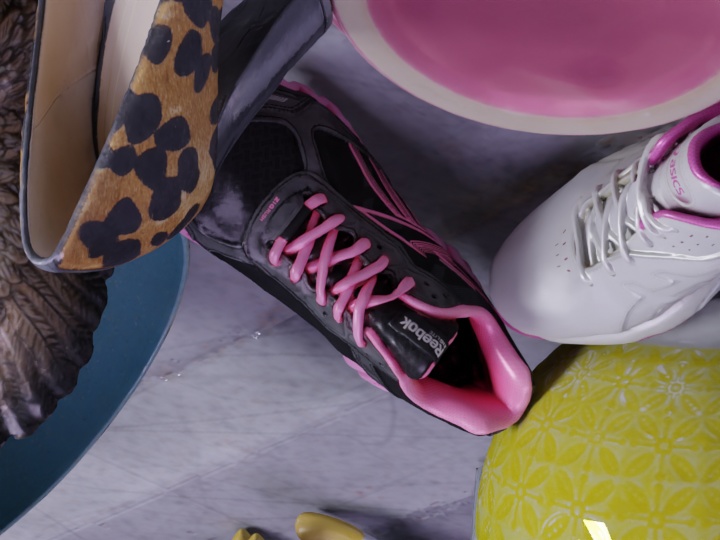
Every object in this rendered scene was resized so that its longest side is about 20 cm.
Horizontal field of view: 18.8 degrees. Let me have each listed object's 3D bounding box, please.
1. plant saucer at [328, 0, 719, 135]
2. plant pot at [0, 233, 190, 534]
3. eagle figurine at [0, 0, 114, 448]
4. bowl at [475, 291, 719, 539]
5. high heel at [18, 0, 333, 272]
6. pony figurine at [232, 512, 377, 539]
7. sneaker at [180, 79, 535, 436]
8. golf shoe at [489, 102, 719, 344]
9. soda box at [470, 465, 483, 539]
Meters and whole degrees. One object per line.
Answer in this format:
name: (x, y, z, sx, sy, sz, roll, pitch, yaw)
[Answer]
plant saucer: (0.066, -0.107, 0.714, 0.199, 0.051, 0.201, 5, 149, 3)
plant pot: (-0.185, 0.013, 0.871, 0.135, 0.200, 0.201, 40, 156, 19)
eagle figurine: (-0.143, -0.048, 0.714, 0.151, 0.201, 0.151, 15, 149, -13)
bowl: (0.144, 0.056, 0.890, 0.198, 0.109, 0.200, -2, -170, 0)
high heel: (-0.083, -0.104, 0.634, 0.071, 0.143, 0.201, 4, 134, 39)
pony figurine: (0.002, 0.224, 1.218, 0.199, 0.167, 0.193, 29, 139, -6)
sneaker: (0.000, 0.000, 0.840, 0.079, 0.095, 0.200, -48, 126, 6)
golf shoe: (0.117, -0.028, 0.796, 0.199, 0.076, 0.091, -24, 156, 34)
soda box: (0.155, 0.149, 1.112, 0.199, 0.064, 0.068, 23, 146, -24)
